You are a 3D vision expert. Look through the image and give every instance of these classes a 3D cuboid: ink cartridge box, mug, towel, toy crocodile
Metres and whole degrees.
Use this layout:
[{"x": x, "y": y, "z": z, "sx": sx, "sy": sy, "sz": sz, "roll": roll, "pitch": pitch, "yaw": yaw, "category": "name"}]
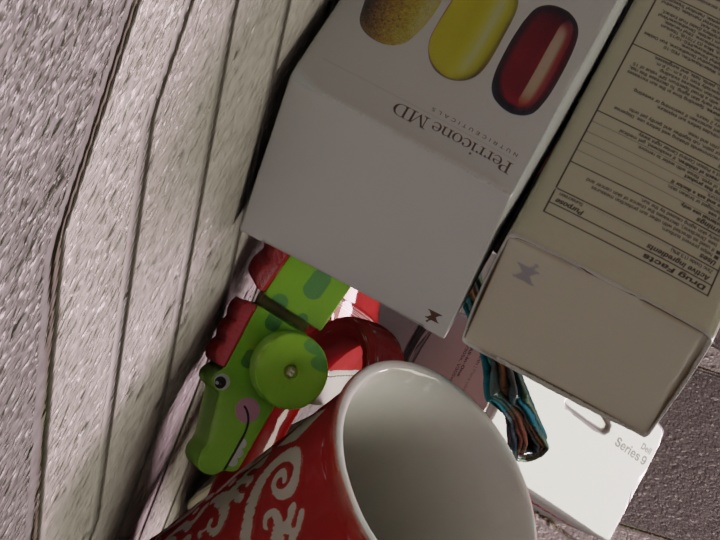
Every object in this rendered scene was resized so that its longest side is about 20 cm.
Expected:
[{"x": 0.071, "y": 0.085, "z": 1.459, "sx": 0.199, "sy": 0.146, "sz": 0.085, "roll": 17, "pitch": -103, "yaw": 54, "category": "ink cartridge box"}, {"x": -0.021, "y": 0.137, "z": 1.157, "sx": 0.200, "sy": 0.133, "sz": 0.178, "roll": -36, "pitch": -162, "yaw": 35, "category": "mug"}, {"x": 0.049, "y": -0.005, "z": 1.185, "sx": 0.022, "sy": 0.201, "sz": 0.147, "roll": -22, "pitch": 161, "yaw": 3, "category": "towel"}, {"x": -0.032, "y": 0.009, "z": 1.110, "sx": 0.201, "sy": 0.061, "sz": 0.067, "roll": -59, "pitch": -165, "yaw": 1, "category": "toy crocodile"}]

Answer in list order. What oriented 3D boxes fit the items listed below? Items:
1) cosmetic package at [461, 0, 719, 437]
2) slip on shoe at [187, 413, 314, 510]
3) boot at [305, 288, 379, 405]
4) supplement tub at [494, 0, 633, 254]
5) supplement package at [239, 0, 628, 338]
[{"x": 0.135, "y": -0.037, "z": 1.051, "sx": 0.201, "sy": 0.103, "sz": 0.088, "roll": -58, "pitch": 174, "yaw": -38, "category": "cosmetic package"}, {"x": -0.042, "y": 0.125, "z": 1.301, "sx": 0.074, "sy": 0.061, "sz": 0.200, "roll": -39, "pitch": -173, "yaw": -31, "category": "slip on shoe"}, {"x": 0.000, "y": 0.000, "z": 1.328, "sx": 0.145, "sy": 0.072, "sz": 0.200, "roll": -65, "pitch": 171, "yaw": 4, "category": "boot"}, {"x": 0.135, "y": -0.097, "z": 1.207, "sx": 0.201, "sy": 0.106, "sz": 0.107, "roll": -58, "pitch": 173, "yaw": -26, "category": "supplement tub"}, {"x": 0.043, "y": -0.090, "z": 1.048, "sx": 0.201, "sy": 0.113, "sz": 0.110, "roll": -60, "pitch": 175, "yaw": -39, "category": "supplement package"}]
